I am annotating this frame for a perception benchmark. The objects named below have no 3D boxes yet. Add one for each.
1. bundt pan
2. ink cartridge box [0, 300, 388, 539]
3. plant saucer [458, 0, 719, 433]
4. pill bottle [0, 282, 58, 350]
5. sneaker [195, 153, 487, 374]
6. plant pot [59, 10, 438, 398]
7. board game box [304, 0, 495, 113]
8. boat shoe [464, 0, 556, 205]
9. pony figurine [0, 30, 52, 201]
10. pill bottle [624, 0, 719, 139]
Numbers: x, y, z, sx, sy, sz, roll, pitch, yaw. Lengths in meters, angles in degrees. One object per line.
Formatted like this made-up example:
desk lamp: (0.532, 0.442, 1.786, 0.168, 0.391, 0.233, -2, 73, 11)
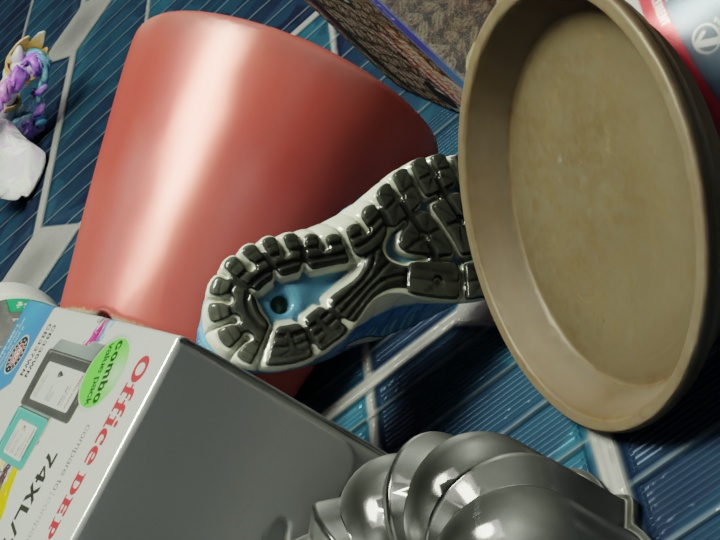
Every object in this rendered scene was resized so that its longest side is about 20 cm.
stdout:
bundt pan: (0.023, 0.149, 0.641, 0.202, 0.076, 0.202, -35, 30, 24)
ink cartridge box: (-0.109, 0.117, 0.789, 0.200, 0.146, 0.147, 6, 66, 58)
plant saucer: (0.100, -0.030, 0.679, 0.029, 0.201, 0.200, -12, 16, -22)
pill bottle: (-0.233, 0.084, 1.070, 0.113, 0.113, 0.200, -48, 27, 2)
sneaker: (0.000, 0.000, 0.795, 0.200, 0.079, 0.090, -18, -8, -26)
plant pot: (-0.076, -0.025, 0.909, 0.200, 0.200, 0.178, -2, 61, 56)
board game box: (0.039, -0.179, 0.949, 0.097, 0.159, 0.200, -51, 26, -1)
boat shoe: (0.106, -0.089, 0.776, 0.074, 0.073, 0.200, -10, 37, -20)
pony figurine: (-0.393, -0.141, 1.595, 0.200, 0.166, 0.193, -43, 15, 47)
pill bottle: (0.219, -0.129, 0.655, 0.200, 0.120, 0.120, -34, 31, 28)
